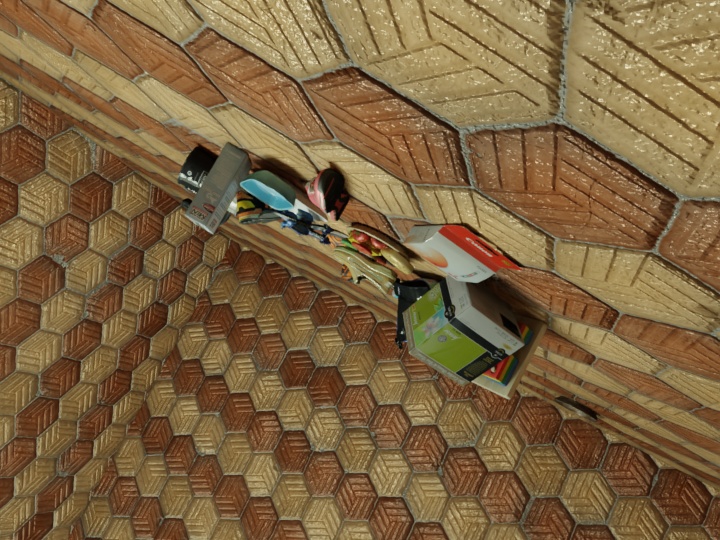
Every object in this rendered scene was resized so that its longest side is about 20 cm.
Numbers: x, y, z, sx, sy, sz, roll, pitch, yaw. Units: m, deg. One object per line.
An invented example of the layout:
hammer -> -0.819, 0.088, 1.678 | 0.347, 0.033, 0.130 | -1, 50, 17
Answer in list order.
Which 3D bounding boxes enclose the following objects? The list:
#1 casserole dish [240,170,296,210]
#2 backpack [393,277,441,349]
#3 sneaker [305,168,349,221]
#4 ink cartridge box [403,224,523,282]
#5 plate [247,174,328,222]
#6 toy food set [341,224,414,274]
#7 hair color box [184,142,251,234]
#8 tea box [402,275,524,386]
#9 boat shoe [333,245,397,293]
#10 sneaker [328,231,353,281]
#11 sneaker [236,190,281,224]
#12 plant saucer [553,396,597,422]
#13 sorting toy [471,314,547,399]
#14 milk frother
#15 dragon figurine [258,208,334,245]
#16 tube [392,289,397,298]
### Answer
casserole dish -> -0.216, -0.193, 1.241 | 0.120, 0.039, 0.199 | 34, 169, -24
backpack -> 0.182, 0.112, 1.443 | 0.150, 0.205, 0.190 | -1, 173, -19
sneaker -> -0.082, -0.159, 1.071 | 0.086, 0.075, 0.200 | 29, 172, 9
ink cartridge box -> 0.194, -0.027, 1.016 | 0.161, 0.051, 0.199 | 32, 175, -21
plate -> -0.193, -0.197, 1.367 | 0.199, 0.033, 0.198 | 35, 171, -32
toy food set -> 0.045, -0.054, 1.362 | 0.198, 0.049, 0.198 | 31, 172, -15
hair color box -> -0.344, -0.199, 1.277 | 0.060, 0.203, 0.099 | 27, 172, -1
tea box -> 0.236, 0.136, 1.220 | 0.198, 0.196, 0.135 | 34, -150, -28
boat shoe -> 0.000, 0.000, 1.401 | 0.197, 0.077, 0.072 | 26, 172, 26
sneaker -> -0.048, -0.039, 1.545 | 0.197, 0.114, 0.078 | 25, 171, 24
sneaker -> -0.260, -0.175, 1.390 | 0.069, 0.092, 0.199 | -12, -177, 23
plant saucer -> 0.957, 0.609, 2.314 | 0.197, 0.033, 0.200 | 28, 171, 5
sorting toy -> 0.332, 0.188, 1.310 | 0.069, 0.202, 0.198 | 36, 169, -29
milk frother -> -0.416, -0.254, 1.530 | 0.186, 0.181, 0.202 | 30, -145, -10
dragon figurine -> -0.158, -0.124, 1.348 | 0.198, 0.060, 0.099 | 26, 172, -37
tube -> 0.201, 0.105, 1.743 | 0.197, 0.051, 0.077 | 27, 178, -12
